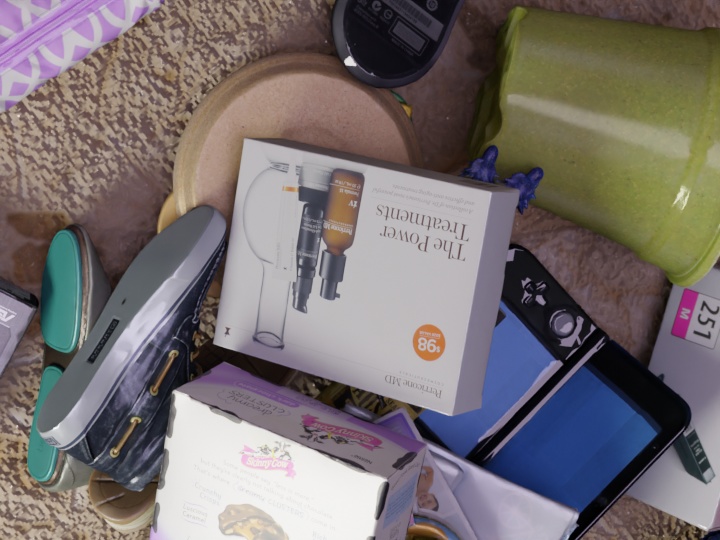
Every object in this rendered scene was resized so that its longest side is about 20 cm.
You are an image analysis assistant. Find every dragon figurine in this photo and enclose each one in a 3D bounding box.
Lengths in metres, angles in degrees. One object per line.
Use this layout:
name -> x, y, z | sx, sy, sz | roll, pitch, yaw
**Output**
dragon figurine -> 0.054, 0.000, 1.059 | 0.059, 0.099, 0.200 | 40, 89, 17

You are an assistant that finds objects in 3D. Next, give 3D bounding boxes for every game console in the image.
game console -> 0.120, 0.110, 1.151 | 0.200, 0.118, 0.171 | -45, 107, -2

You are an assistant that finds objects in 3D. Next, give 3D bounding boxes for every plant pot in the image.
plant pot -> 0.181, -0.108, 1.103 | 0.183, 0.200, 0.202 | 15, 97, -4

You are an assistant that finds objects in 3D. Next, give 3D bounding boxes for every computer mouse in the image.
computer mouse -> 0.047, -0.217, 1.111 | 0.138, 0.053, 0.201 | 39, 76, -14

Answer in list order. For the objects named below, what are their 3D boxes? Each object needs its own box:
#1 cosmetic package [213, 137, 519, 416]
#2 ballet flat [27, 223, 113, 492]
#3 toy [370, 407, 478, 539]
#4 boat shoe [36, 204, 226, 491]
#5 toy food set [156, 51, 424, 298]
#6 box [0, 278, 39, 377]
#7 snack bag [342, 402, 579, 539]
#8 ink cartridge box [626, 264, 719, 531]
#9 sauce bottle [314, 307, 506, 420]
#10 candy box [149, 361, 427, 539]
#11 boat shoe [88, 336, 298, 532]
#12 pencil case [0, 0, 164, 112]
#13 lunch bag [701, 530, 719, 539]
cosmetic package -> 0.000, 0.000, 1.026 | 0.199, 0.052, 0.152 | 14, 101, 29
ballet flat -> -0.205, 0.064, 1.104 | 0.063, 0.067, 0.202 | 0, 102, -41
toy -> 0.026, 0.211, 1.069 | 0.114, 0.047, 0.201 | -26, 100, 10
boat shoe -> -0.140, 0.056, 1.063 | 0.091, 0.071, 0.201 | 40, 80, -30
toy food set -> -0.044, -0.062, 1.117 | 0.196, 0.049, 0.202 | 14, 96, -15
box -> -0.354, 0.047, 1.064 | 0.199, 0.048, 0.159 | 28, 94, -16
snack bag -> 0.038, 0.220, 1.106 | 0.199, 0.021, 0.190 | 25, 103, -3
ink cartridge box -> 0.307, 0.110, 1.175 | 0.043, 0.173, 0.202 | 7, 101, -52
sauce bottle -> 0.023, 0.085, 1.128 | 0.200, 0.066, 0.066 | -44, 106, 3
candy box -> -0.058, 0.188, 1.032 | 0.167, 0.071, 0.202 | 20, 112, 21
boat shoe -> -0.120, 0.117, 1.126 | 0.072, 0.065, 0.200 | 39, 74, 19
pencil case -> -0.231, -0.169, 1.035 | 0.199, 0.085, 0.084 | -37, 108, -5
lunch bag -> 0.329, 0.296, 1.201 | 0.131, 0.201, 0.136 | -22, 142, -6
